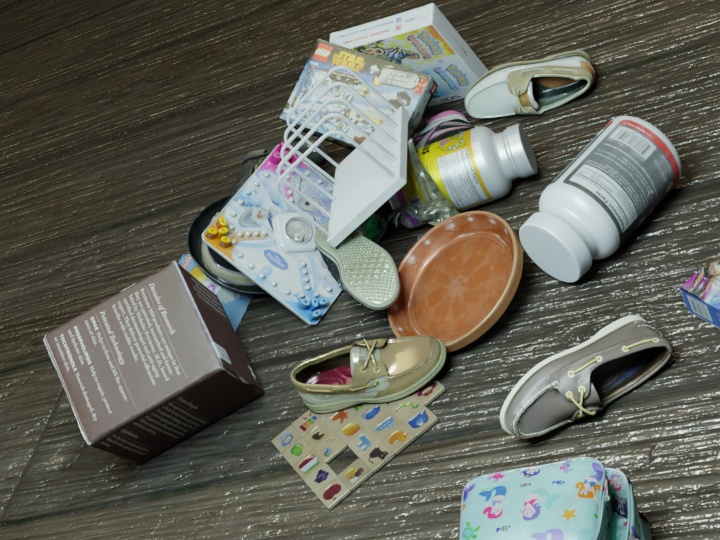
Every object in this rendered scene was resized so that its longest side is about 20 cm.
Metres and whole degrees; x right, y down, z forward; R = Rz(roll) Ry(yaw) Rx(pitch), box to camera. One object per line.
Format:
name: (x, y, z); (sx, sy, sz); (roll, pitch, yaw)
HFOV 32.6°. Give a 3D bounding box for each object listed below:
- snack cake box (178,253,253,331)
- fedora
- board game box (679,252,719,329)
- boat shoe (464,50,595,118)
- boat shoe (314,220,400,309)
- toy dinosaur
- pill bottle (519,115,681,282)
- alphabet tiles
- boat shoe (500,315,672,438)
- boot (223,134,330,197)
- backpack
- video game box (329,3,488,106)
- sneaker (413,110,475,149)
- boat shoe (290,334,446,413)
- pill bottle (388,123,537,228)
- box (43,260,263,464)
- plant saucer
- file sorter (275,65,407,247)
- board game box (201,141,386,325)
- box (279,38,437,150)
snack cake box: (-0.235, 0.059, 1.794); (0.115, 0.067, 0.200); (-10, 39, 31)
fedora: (-0.150, -0.063, 1.780); (0.200, 0.092, 0.201); (10, 50, -11)
board game box: (0.481, 0.006, 1.309); (0.199, 0.043, 0.200); (-38, 34, -11)
boat shoe: (0.247, -0.268, 1.823); (0.200, 0.075, 0.068); (-19, 30, 17)
boat shoe: (0.000, 0.000, 1.631); (0.075, 0.062, 0.200); (-30, 37, -11)
toy dinosaur: (0.093, -0.071, 1.658); (0.088, 0.200, 0.047); (-37, -12, 24)
pill bottle: (0.293, -0.087, 1.514); (0.200, 0.116, 0.116); (-45, 35, -18)
alphabet tiles: (0.003, 0.184, 1.497); (0.200, 0.008, 0.167); (-38, 33, -10)
boat shoe: (0.243, 0.122, 1.329); (0.200, 0.072, 0.060); (-31, 30, -9)
boot: (-0.151, -0.125, 1.977); (0.200, 0.069, 0.174); (-12, 40, 40)
backpack: (0.174, 0.277, 1.122); (0.177, 0.151, 0.200); (-14, 42, 23)
video game box: (0.079, -0.323, 1.919); (0.182, 0.200, 0.047); (-13, 60, 28)
sneaker: (0.091, -0.163, 1.810); (0.200, 0.080, 0.086); (-39, 36, -8)
boat shoe: (0.006, 0.120, 1.501); (0.200, 0.066, 0.074); (-22, 46, 20)
pill bottle: (0.139, -0.136, 1.711); (0.200, 0.104, 0.104); (-19, 36, 18)
box: (-0.265, 0.124, 1.596); (0.200, 0.166, 0.164); (-30, 68, 3)
plant saucer: (0.121, 0.017, 1.557); (0.200, 0.032, 0.201); (-28, 42, 29)
file sorter: (-0.028, -0.160, 1.654); (0.139, 0.124, 0.200); (-42, 24, 26)
board game box: (-0.087, -0.056, 1.724); (0.200, 0.200, 0.026); (-53, 3, -29)
box: (-0.003, -0.248, 1.814); (0.200, 0.040, 0.137); (23, 84, 25)
